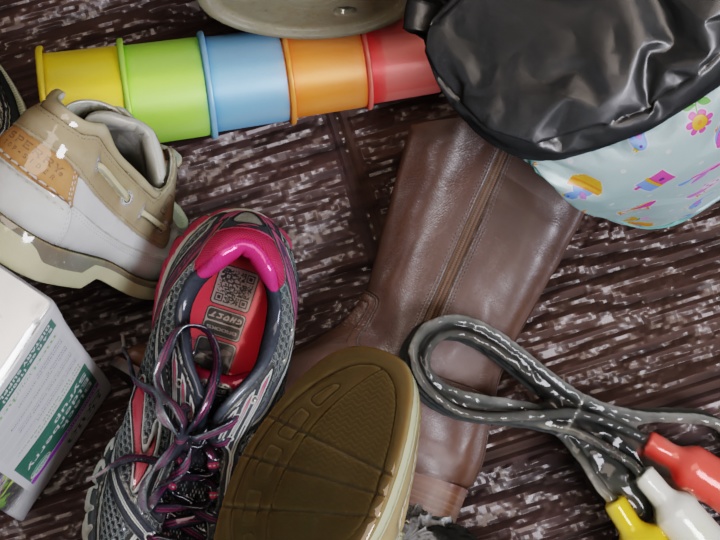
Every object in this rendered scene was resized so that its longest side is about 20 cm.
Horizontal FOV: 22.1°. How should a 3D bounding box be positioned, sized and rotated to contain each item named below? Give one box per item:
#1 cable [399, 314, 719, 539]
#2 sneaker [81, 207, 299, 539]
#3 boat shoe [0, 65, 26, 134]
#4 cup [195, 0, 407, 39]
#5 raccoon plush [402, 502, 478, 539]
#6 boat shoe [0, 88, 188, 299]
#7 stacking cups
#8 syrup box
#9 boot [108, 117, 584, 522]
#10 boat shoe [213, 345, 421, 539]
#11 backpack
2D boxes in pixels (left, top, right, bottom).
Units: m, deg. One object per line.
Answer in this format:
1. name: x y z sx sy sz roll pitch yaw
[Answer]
1. cable: 0.114 0.075 0.849 0.200 0.050 0.097 42 75 -14
2. sneaker: -0.073 0.071 0.783 0.080 0.075 0.201 9 92 -6
3. boat shoe: -0.243 -0.125 0.896 0.074 0.066 0.199 -41 81 -11
4. cup: -0.025 -0.191 0.850 0.199 0.200 0.144 0 77 -2
5. raccoon plush: 0.021 0.147 0.853 0.200 0.134 0.097 23 92 36
6. boat shoe: -0.110 -0.034 0.808 0.075 0.200 0.069 35 96 6
7. stacking cups: -0.056 -0.090 0.905 0.199 0.061 0.061 -6 77 -8
8. syrup box: -0.169 0.045 0.790 0.081 0.200 0.079 33 78 7
9. boot: 0.000 0.000 0.876 0.186 0.064 0.201 24 80 -10
10. boat shoe: -0.021 0.130 0.760 0.074 0.066 0.201 17 79 30
11. backpack: 0.129 -0.094 0.839 0.166 0.200 0.127 -24 77 17
